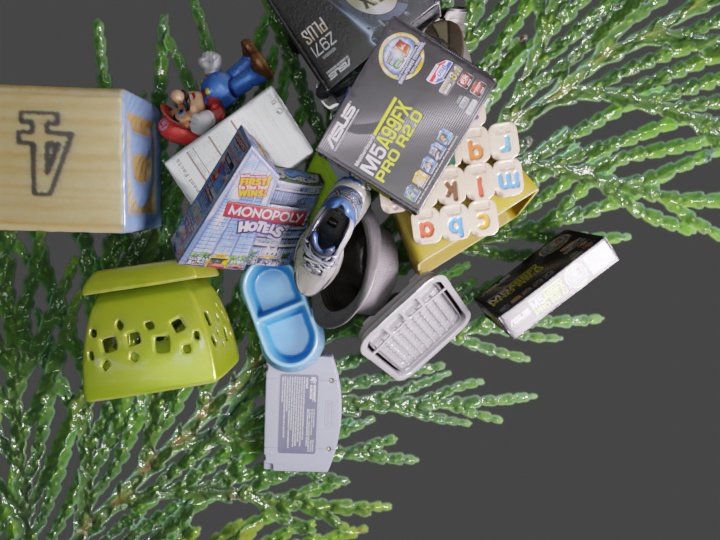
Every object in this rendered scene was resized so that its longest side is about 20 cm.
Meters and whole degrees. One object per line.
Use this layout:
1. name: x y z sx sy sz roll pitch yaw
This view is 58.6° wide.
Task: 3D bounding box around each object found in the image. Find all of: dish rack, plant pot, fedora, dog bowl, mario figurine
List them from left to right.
1. plant pot: -0.306 0.079 0.987 0.196 0.199 0.185 -8 91 -1
2. mario figurine: -0.235 -0.277 0.984 0.199 0.124 0.106 -40 102 2
3. dog bowl: -0.129 0.068 1.044 0.110 0.050 0.203 -21 87 -5
4. fedora: 0.000 0.000 1.016 0.089 0.176 0.204 16 62 -34
5. dish rack: 0.084 0.086 1.026 0.171 0.200 0.044 -43 54 1
6. plant pot: 0.127 -0.124 0.990 0.198 0.200 0.178 -32 82 1

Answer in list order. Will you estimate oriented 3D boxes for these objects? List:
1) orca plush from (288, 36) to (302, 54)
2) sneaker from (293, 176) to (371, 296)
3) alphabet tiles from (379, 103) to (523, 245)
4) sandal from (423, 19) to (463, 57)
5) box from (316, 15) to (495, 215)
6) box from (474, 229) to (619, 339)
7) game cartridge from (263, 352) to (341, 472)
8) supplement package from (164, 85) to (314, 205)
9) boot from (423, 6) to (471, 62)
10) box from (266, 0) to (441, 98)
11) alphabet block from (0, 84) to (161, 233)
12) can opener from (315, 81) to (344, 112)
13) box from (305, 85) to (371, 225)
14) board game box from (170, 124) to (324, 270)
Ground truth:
1. orca plush: -0.022 -0.399 1.003 0.196 0.071 0.107 -12 97 -1
2. sneaker: -0.056 -0.038 0.924 0.076 0.085 0.202 26 120 2
3. alphabet tiles: 0.120 -0.140 0.877 0.196 0.015 0.200 -8 89 2
4. sandal: 0.102 -0.248 0.910 0.080 0.055 0.204 8 88 4
5. box: 0.059 -0.200 0.843 0.159 0.044 0.202 32 91 1
6. box: 0.288 0.016 1.022 0.199 0.160 0.045 -37 98 3
7. game cartridge: -0.098 0.240 1.092 0.130 0.042 0.204 2 96 -7
8. supplement package: -0.182 -0.174 0.999 0.198 0.117 0.118 -34 99 2
9. boot: 0.083 -0.325 0.998 0.197 0.068 0.132 -25 122 -7
10. box: -0.009 -0.379 0.921 0.198 0.086 0.165 -34 92 12
11. alphabet block: -0.418 -0.160 0.952 0.196 0.195 0.201 1 95 -2
12. can opener: 0.018 -0.323 1.016 0.198 0.067 0.054 -32 98 1
13. box: -0.026 -0.157 0.972 0.047 0.123 0.202 7 127 -35
14. board game box: -0.149 -0.097 0.925 0.197 0.062 0.202 4 127 -34
